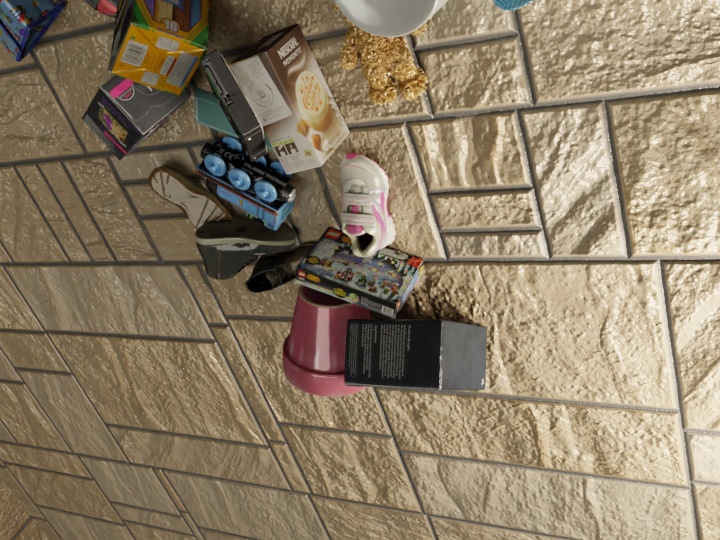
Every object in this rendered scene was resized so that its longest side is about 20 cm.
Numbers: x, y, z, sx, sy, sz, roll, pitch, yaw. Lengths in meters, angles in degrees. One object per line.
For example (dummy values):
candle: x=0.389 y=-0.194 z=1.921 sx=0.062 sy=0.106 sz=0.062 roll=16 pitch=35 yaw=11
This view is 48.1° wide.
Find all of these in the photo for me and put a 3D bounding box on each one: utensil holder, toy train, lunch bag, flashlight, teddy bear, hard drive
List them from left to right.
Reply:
lunch bag: x=-0.657 y=-0.488 z=1.497 sx=0.151 sy=0.094 sz=0.199 roll=49 pitch=147 yaw=-16
flashlight: x=-0.380 y=-0.421 z=1.392 sx=0.200 sy=0.068 sz=0.068 roll=43 pitch=131 yaw=-14
hard drive: x=-0.204 y=-0.265 z=1.325 sx=0.141 sy=0.038 sz=0.200 roll=60 pitch=175 yaw=3
toy train: x=-0.210 y=-0.163 z=1.491 sx=0.199 sy=0.087 sz=0.115 roll=27 pitch=142 yaw=8
teddy bear: x=0.030 y=-0.338 z=1.209 sx=0.144 sy=0.067 sz=0.201 roll=11 pitch=132 yaw=19
utensil holder: x=0.064 y=-0.410 z=1.030 sx=0.168 sy=0.201 sz=0.171 roll=16 pitch=134 yaw=18

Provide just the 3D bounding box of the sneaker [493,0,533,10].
sneaker: x=0.259 y=-0.394 z=1.021 sx=0.198 sy=0.081 sz=0.077 roll=-12 pitch=120 yaw=15

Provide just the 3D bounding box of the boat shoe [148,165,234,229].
boat shoe: x=-0.325 y=-0.140 z=1.605 sx=0.200 sy=0.063 sz=0.073 roll=41 pitch=110 yaw=-10

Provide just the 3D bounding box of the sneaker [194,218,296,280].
sneaker: x=-0.219 y=-0.039 z=1.589 sx=0.198 sy=0.075 sz=0.107 roll=1 pitch=130 yaw=7

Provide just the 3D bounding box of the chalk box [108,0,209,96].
chalk box: x=-0.319 y=-0.408 z=1.295 sx=0.123 sy=0.202 sz=0.125 roll=14 pitch=146 yaw=-28

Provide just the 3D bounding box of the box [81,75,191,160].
box: x=-0.400 y=-0.290 z=1.427 sx=0.106 sy=0.122 sz=0.199 roll=49 pitch=155 yaw=-15

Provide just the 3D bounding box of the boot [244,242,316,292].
boot: x=-0.134 y=0.004 z=1.575 sx=0.198 sy=0.097 sz=0.075 roll=-7 pitch=123 yaw=35

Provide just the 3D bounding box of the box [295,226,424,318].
box: x=0.000 y=0.000 z=1.463 sx=0.198 sy=0.137 sz=0.040 roll=19 pitch=132 yaw=16

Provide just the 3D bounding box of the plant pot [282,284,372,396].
plant pot: x=-0.054 y=0.113 z=1.559 sx=0.198 sy=0.200 sz=0.181 roll=13 pitch=122 yaw=21

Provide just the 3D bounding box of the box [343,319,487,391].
box: x=0.104 y=0.155 z=1.471 sx=0.195 sy=0.199 sz=0.125 roll=0 pitch=84 yaw=31

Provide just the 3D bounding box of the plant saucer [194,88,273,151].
plant saucer: x=-0.215 y=-0.265 z=1.454 sx=0.198 sy=0.019 sz=0.070 roll=22 pitch=134 yaw=15

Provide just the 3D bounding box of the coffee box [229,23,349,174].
coffee box: x=-0.111 y=-0.276 z=1.312 sx=0.079 sy=0.115 sz=0.201 roll=-8 pitch=123 yaw=35

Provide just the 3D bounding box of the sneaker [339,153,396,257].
sneaker: x=0.006 y=-0.106 z=1.404 sx=0.081 sy=0.088 sz=0.201 roll=2 pitch=127 yaw=29
